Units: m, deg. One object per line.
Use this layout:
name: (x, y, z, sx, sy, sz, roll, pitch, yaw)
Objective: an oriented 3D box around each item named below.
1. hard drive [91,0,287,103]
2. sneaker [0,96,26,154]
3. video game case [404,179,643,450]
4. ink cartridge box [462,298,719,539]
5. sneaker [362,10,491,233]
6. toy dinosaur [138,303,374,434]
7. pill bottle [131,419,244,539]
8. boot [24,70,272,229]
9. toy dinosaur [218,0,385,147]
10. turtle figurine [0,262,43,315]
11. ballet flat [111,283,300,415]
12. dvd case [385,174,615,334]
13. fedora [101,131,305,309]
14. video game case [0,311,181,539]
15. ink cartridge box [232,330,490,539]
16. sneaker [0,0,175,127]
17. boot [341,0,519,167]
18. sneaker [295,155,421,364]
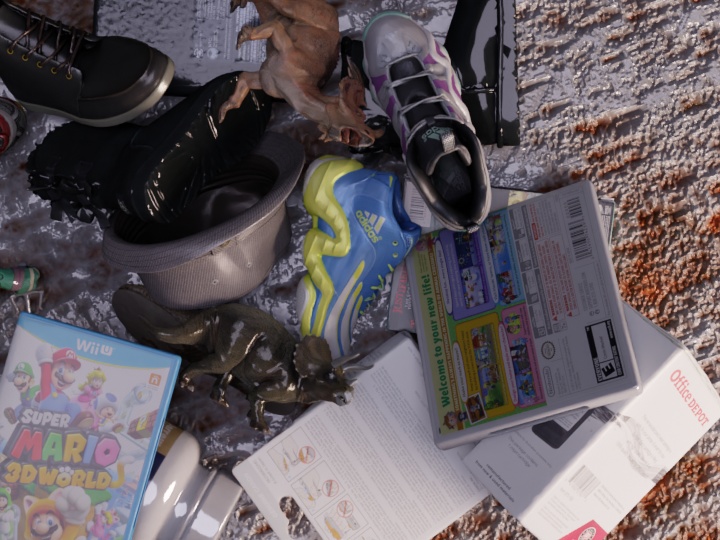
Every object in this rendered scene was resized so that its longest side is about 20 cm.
hard drive: (-0.149, -0.232, 1.248, 0.197, 0.033, 0.141, 4, 89, 1)
sneaker: (-0.398, -0.128, 1.239, 0.198, 0.082, 0.079, 5, 110, 16)
video game case: (0.134, 0.037, 1.156, 0.180, 0.022, 0.202, -18, 60, 18)
ink cartridge box: (0.206, 0.143, 1.172, 0.200, 0.145, 0.083, -46, 50, -1)
sneaker: (0.060, -0.124, 1.114, 0.077, 0.140, 0.201, -27, 96, 5)
toy dinosaur: (-0.095, 0.075, 1.175, 0.199, 0.077, 0.103, 30, 89, 6)
pill bottle: (-0.209, 0.182, 1.199, 0.199, 0.120, 0.121, 28, 90, 1)
boot: (-0.193, -0.115, 1.206, 0.161, 0.074, 0.199, 10, 47, 37)
toy dinosaur: (-0.044, -0.188, 1.149, 0.134, 0.086, 0.202, 8, 70, -14)
turtle figurine: (-0.368, 0.022, 1.221, 0.148, 0.101, 0.202, -22, 83, 1)
ballet flat: (-0.137, 0.066, 1.237, 0.199, 0.068, 0.047, 28, 49, 4)
dvd case: (0.129, -0.004, 1.244, 0.197, 0.022, 0.148, 6, 89, 1)
fedora: (-0.128, -0.034, 1.200, 0.199, 0.176, 0.091, -34, 123, -22)
video game case: (-0.245, 0.150, 1.132, 0.142, 0.018, 0.202, 15, 86, 1)
ink cartridge box: (0.008, 0.178, 1.215, 0.199, 0.057, 0.163, -35, 96, 0)
sneaker: (-0.260, -0.185, 1.169, 0.198, 0.106, 0.075, 4, 63, 34)
boot: (0.061, -0.195, 1.221, 0.160, 0.073, 0.201, -2, 90, 5)
sneaker: (0.000, 0.000, 1.197, 0.104, 0.076, 0.202, 4, 106, 18)
